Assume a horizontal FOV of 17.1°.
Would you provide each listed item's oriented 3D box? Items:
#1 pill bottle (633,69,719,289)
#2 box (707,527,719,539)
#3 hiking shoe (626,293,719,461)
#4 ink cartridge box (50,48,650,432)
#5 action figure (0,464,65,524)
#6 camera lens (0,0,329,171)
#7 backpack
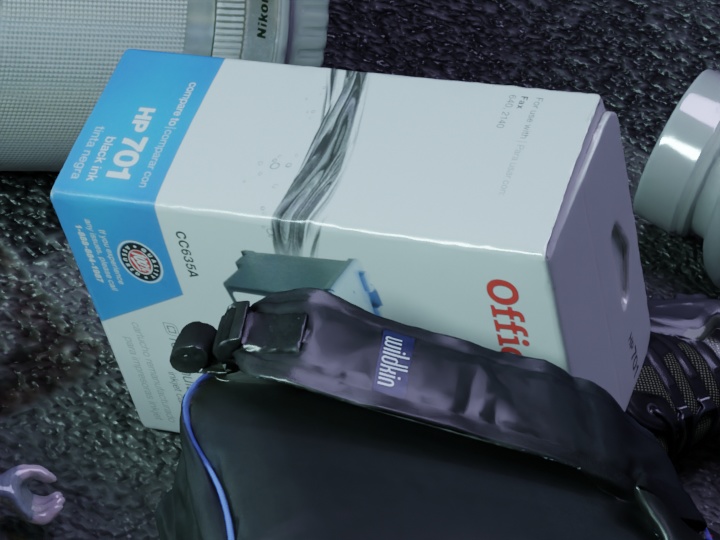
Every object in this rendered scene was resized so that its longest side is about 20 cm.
[{"bbox_3d":[0.241,-0.019,1.187,0.199,0.113,0.112,29,33,15],"label":"pill bottle"},{"bbox_3d":[0.180,0.173,0.936,0.199,0.035,0.110,28,33,14],"label":"box"},{"bbox_3d":[0.128,0.062,1.060,0.199,0.076,0.101,15,54,-16],"label":"hiking shoe"},{"bbox_3d":[0.000,0.000,0.929,0.199,0.147,0.086,8,51,22],"label":"ink cartridge box"},{"bbox_3d":[-0.193,0.065,0.857,0.148,0.135,0.200,-25,11,-7],"label":"action figure"},{"bbox_3d":[-0.134,-0.125,1.103,0.199,0.161,0.160,-1,37,-29],"label":"camera lens"},{"bbox_3d":[0.031,0.123,0.827,0.189,0.155,0.201,0,44,-16],"label":"backpack"}]
